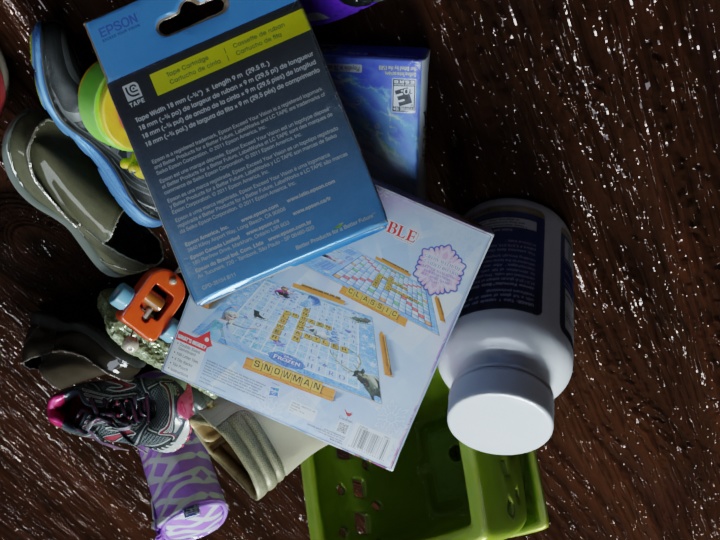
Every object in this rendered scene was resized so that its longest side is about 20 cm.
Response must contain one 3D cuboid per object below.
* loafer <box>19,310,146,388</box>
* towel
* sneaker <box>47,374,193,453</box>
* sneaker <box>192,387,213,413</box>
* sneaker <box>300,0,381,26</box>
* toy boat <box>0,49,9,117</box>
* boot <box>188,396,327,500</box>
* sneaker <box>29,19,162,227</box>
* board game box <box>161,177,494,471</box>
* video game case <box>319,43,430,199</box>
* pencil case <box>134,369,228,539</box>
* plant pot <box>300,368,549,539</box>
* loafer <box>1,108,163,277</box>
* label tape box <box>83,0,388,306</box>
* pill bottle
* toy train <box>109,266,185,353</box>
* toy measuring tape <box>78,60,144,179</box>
[{"bbox_3d":[-0.296,0.095,0.932,0.198,0.072,0.073,7,160,47],"label":"loafer"},{"bbox_3d":[-0.180,0.088,0.910,0.199,0.037,0.148,34,178,-23],"label":"towel"},{"bbox_3d":[-0.250,0.152,0.928,0.198,0.082,0.074,-12,164,37],"label":"sneaker"},{"bbox_3d":[-0.120,0.165,1.013,0.090,0.067,0.200,-23,138,23],"label":"sneaker"},{"bbox_3d":[0.014,-0.208,0.568,0.198,0.100,0.070,-23,125,32],"label":"sneaker"},{"bbox_3d":[-0.369,-0.167,0.683,0.129,0.132,0.201,-4,134,18],"label":"toy boat"},{"bbox_3d":[-0.088,0.081,0.766,0.201,0.154,0.073,52,154,17],"label":"boot"},{"bbox_3d":[-0.203,-0.128,0.742,0.082,0.071,0.201,-27,124,8],"label":"sneaker"},{"bbox_3d":[-0.027,0.022,0.678,0.198,0.041,0.202,23,101,0],"label":"board game box"},{"bbox_3d":[-0.046,-0.087,0.708,0.197,0.046,0.184,5,116,9],"label":"video game case"},{"bbox_3d":[-0.214,0.207,0.986,0.084,0.201,0.084,-20,142,-12],"label":"pencil case"},{"bbox_3d":[0.070,0.185,0.883,0.197,0.203,0.181,-23,155,32],"label":"plant pot"},{"bbox_3d":[-0.239,-0.067,0.794,0.069,0.076,0.201,5,148,29],"label":"loafer"},{"bbox_3d":[-0.082,-0.097,0.609,0.143,0.063,0.202,-22,90,2],"label":"label tape box"},{"bbox_3d":[0.121,0.045,0.732,0.109,0.202,0.112,7,137,7],"label":"pill bottle"},{"bbox_3d":[-0.139,0.040,0.851,0.199,0.152,0.055,36,165,-29],"label":"toy train"},{"bbox_3d":[-0.178,-0.161,0.650,0.072,0.074,0.203,4,118,10],"label":"toy measuring tape"}]
